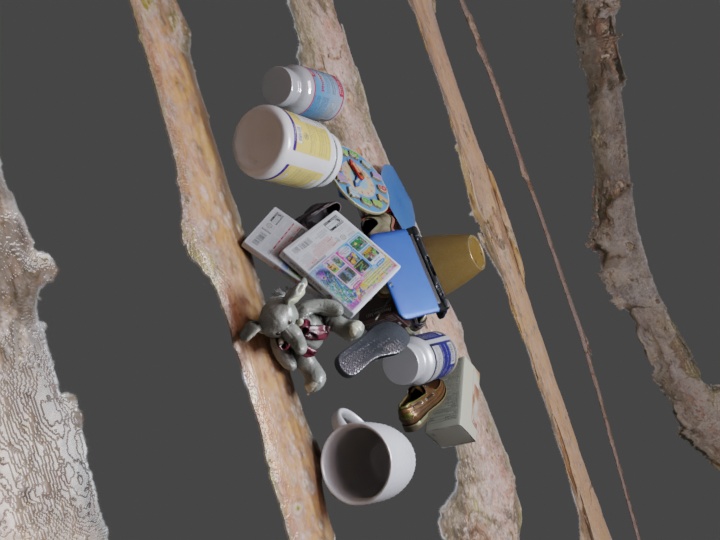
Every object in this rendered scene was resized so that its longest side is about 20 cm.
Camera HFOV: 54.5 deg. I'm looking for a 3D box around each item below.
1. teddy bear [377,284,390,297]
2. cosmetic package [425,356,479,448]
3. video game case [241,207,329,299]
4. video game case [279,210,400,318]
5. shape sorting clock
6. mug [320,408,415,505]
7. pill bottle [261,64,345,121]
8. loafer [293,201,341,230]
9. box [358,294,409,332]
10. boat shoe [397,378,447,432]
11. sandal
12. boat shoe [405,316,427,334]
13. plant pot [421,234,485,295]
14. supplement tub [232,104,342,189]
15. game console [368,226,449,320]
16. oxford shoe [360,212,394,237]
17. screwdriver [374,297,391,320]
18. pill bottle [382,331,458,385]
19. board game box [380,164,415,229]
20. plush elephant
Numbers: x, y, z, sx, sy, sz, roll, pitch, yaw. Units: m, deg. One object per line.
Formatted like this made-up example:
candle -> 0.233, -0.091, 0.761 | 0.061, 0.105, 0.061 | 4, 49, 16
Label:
teddy bear -> 0.000, 0.000, 1.533 | 0.145, 0.200, 0.067 | -26, 140, -29
cosmetic package -> 0.232, 0.326, 1.740 | 0.087, 0.103, 0.200 | 48, 39, -32
video game case -> -0.117, -0.030, 1.367 | 0.200, 0.018, 0.143 | 35, 38, -3
video game case -> -0.035, -0.017, 1.377 | 0.182, 0.024, 0.200 | 41, 41, 5
shape sorting clock -> -0.004, -0.219, 1.671 | 0.200, 0.039, 0.200 | 28, 40, -27
mug -> 0.014, 0.349, 1.357 | 0.200, 0.148, 0.175 | 50, 12, 27
pill bottle -> -0.126, -0.396, 1.558 | 0.200, 0.109, 0.109 | -9, 81, -60
loafer -> -0.099, -0.092, 1.477 | 0.072, 0.063, 0.200 | 57, 33, -20
box -> 0.059, 0.044, 1.623 | 0.075, 0.100, 0.200 | 40, 42, -40
boat shoe -> 0.148, 0.298, 1.649 | 0.068, 0.072, 0.200 | 66, 31, -11
sandal -> 0.021, 0.168, 1.508 | 0.200, 0.043, 0.076 | -22, 76, -35
boat shoe -> 0.132, 0.110, 1.712 | 0.200, 0.065, 0.072 | 31, 48, -64
plant pot -> 0.212, -0.018, 1.804 | 0.186, 0.200, 0.187 | 33, 48, -45
supplement tub -> -0.142, -0.243, 1.411 | 0.200, 0.145, 0.146 | 5, 69, -58
game console -> 0.103, 0.017, 1.528 | 0.171, 0.118, 0.200 | 86, -16, -74
oxford shoe -> 0.036, -0.111, 1.657 | 0.075, 0.070, 0.200 | 36, 12, -21
screwdriver -> 0.070, 0.055, 1.519 | 0.200, 0.028, 0.029 | -57, 144, -47
pill bottle -> 0.140, 0.207, 1.644 | 0.200, 0.116, 0.116 | -1, 74, -58
board game box -> 0.085, -0.182, 1.853 | 0.200, 0.039, 0.158 | 58, 27, -30
plush elephant -> -0.118, 0.102, 1.252 | 0.200, 0.165, 0.155 | 47, 12, 15
